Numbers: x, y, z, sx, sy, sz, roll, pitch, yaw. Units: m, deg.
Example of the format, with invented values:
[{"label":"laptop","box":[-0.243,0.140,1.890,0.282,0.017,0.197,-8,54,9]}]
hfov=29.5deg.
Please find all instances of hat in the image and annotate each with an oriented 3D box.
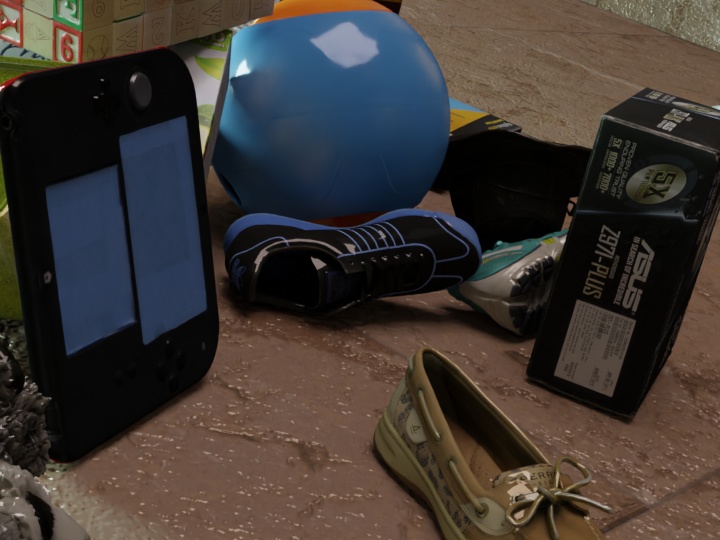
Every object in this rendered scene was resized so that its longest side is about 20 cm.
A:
[{"label":"hat","box":[0.128,-0.059,1.197,0.198,0.082,0.201,6,-10,1]}]

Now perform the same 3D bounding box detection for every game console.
[{"label":"game console","box":[-0.133,-0.016,0.758,0.031,0.202,0.177,0,14,19]}]

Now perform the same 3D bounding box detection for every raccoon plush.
[{"label":"raccoon plush","box":[-0.211,0.108,0.572,0.198,0.098,0.134,-8,33,1]}]

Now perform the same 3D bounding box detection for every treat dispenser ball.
[{"label":"treat dispenser ball","box":[-0.026,-0.121,1.102,0.199,0.203,0.201,14,20,-5]}]

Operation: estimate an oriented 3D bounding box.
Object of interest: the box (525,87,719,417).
[{"label":"box","box":[0.206,-0.018,1.006,0.085,0.202,0.164,20,19,17]}]

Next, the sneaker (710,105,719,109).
[{"label":"sneaker","box":[0.574,-0.178,1.911,0.080,0.077,0.199,8,21,-48]}]

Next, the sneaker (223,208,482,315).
[{"label":"sneaker","box":[0.000,0.000,0.995,0.198,0.071,0.078,-1,28,-13]}]

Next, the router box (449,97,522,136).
[{"label":"router box","box":[0.069,-0.148,1.463,0.148,0.052,0.200,25,22,20]}]

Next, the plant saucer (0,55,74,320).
[{"label":"plant saucer","box":[-0.241,-0.070,0.837,0.197,0.048,0.201,8,48,17]}]

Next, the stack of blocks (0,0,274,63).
[{"label":"stack of blocks","box":[-0.165,-0.206,0.975,0.114,0.059,0.199,25,33,29]}]

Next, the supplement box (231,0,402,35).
[{"label":"supplement box","box":[-0.085,-0.209,1.290,0.132,0.202,0.197,0,25,-37]}]

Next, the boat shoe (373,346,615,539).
[{"label":"boat shoe","box":[0.075,0.115,0.756,0.073,0.063,0.200,0,26,-38]}]

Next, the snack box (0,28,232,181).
[{"label":"snack box","box":[-0.199,-0.122,0.976,0.198,0.053,0.143,8,49,-1]}]

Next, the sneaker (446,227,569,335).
[{"label":"sneaker","box":[0.142,-0.005,1.118,0.079,0.078,0.199,17,18,32]}]
